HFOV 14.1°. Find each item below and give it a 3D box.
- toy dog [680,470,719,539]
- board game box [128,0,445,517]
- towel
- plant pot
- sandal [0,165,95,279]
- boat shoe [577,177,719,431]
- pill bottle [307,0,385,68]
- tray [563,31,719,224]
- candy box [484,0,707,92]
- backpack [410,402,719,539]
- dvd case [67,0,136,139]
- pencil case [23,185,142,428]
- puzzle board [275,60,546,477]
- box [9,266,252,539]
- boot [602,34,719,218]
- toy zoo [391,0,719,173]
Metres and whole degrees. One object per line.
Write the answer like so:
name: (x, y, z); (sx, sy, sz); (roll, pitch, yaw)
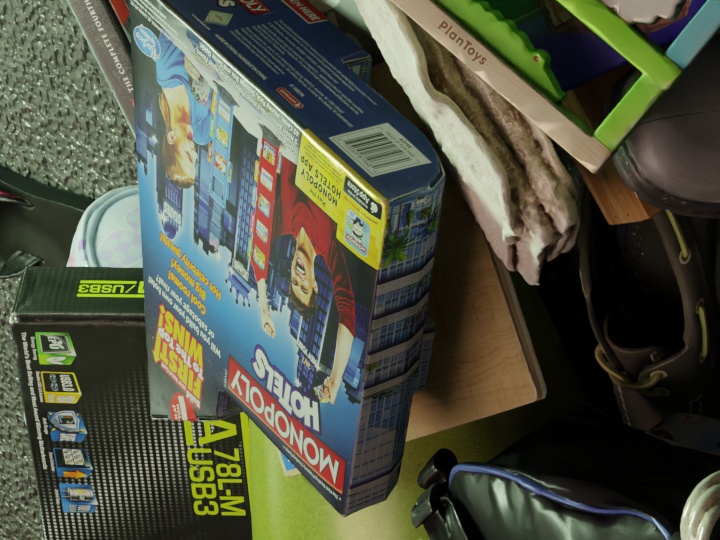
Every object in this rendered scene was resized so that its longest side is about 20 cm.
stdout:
toy dog: (0.226, 0.120, 1.128); (0.096, 0.132, 0.200); (16, 153, 51)
board game box: (-0.031, 0.001, 1.215); (0.200, 0.061, 0.201); (44, 138, 42)
towel: (0.023, -0.090, 1.097); (0.201, 0.034, 0.133); (61, 178, 8)
plant pot: (0.027, 0.079, 1.382); (0.200, 0.200, 0.194); (2, 110, 49)
sandal: (-0.213, -0.025, 1.685); (0.199, 0.045, 0.075); (14, 131, 43)
boat shoe: (0.130, 0.017, 1.299); (0.072, 0.060, 0.202); (26, 138, 34)
pill bottle: (0.018, -0.114, 1.268); (0.200, 0.114, 0.114); (-16, 107, 54)
tray: (0.096, -0.130, 1.169); (0.201, 0.098, 0.037); (60, 156, -10)
candy box: (0.113, -0.177, 1.056); (0.199, 0.077, 0.170); (-25, 102, 22)
backpack: (0.136, 0.160, 1.244); (0.200, 0.153, 0.192); (20, 124, 60)
dvd case: (-0.099, -0.102, 1.415); (0.022, 0.146, 0.201); (-23, 107, 12)
pencil case: (-0.128, 0.037, 1.608); (0.200, 0.090, 0.083); (115, 152, -52)
puzzle board: (0.000, 0.000, 1.247); (0.200, 0.017, 0.151); (-22, 86, 56)
box: (-0.076, 0.087, 1.532); (0.192, 0.048, 0.201); (2, 129, 6)
boot: (0.192, -0.081, 1.034); (0.132, 0.199, 0.070); (-42, 64, 58)
toy zoo: (0.096, -0.151, 0.997); (0.131, 0.020, 0.200); (40, 103, 5)
